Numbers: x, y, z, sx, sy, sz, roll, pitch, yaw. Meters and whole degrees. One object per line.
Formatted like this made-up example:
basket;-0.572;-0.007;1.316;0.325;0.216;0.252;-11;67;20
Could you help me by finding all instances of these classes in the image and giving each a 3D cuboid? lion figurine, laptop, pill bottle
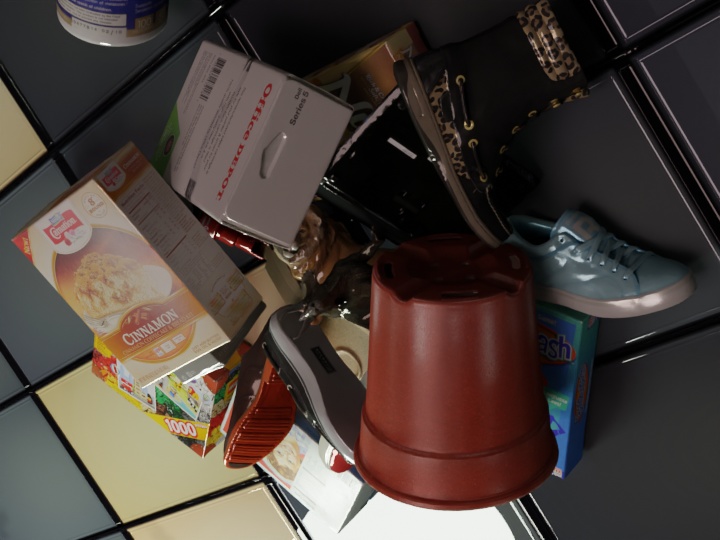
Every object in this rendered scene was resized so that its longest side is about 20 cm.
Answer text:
lion figurine;0.000;0.000;1.416;0.197;0.073;0.124;10;105;-11
laptop;0.039;-0.093;1.305;0.176;0.104;0.200;30;123;-26
pill bottle;-0.250;-0.344;1.378;0.119;0.119;0.202;30;134;22

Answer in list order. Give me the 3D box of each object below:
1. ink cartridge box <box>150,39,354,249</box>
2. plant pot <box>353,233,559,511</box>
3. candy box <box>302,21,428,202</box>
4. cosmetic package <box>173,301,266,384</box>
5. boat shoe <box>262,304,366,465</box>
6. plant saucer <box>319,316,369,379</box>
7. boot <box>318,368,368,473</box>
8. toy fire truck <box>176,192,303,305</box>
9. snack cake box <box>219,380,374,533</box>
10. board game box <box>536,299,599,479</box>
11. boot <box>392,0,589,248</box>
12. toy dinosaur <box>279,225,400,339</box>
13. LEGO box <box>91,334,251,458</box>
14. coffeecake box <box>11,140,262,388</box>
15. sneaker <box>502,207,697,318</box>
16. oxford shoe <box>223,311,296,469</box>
ink cartridge box;-0.108;-0.123;1.284;0.200;0.083;0.147;33;99;56
plant pot;0.086;0.083;1.263;0.199;0.200;0.198;14;120;34
candy box;0.000;-0.152;1.336;0.199;0.055;0.116;-18;107;47
cosmetic package;-0.209;0.010;1.453;0.090;0.107;0.200;-25;112;45
boat shoe;-0.041;0.128;1.426;0.201;0.068;0.057;58;134;27
plant saucer;-0.006;0.098;1.528;0.198;0.035;0.203;22;130;28
boot;0.040;0.192;1.465;0.144;0.072;0.201;46;134;14
toy fire truck;-0.116;-0.059;1.474;0.198;0.130;0.177;28;142;-4
snack cake box;-0.067;0.206;1.631;0.199;0.067;0.116;39;138;14
board game box;0.160;0.096;1.373;0.151;0.045;0.202;22;130;29
boot;0.130;-0.128;1.181;0.149;0.073;0.201;-28;117;6
toy dinosaur;0.009;0.021;1.350;0.102;0.199;0.078;-37;60;24
LEGO box;-0.240;0.116;1.713;0.199;0.077;0.150;33;135;20
coffeecake box;-0.219;-0.002;1.325;0.153;0.073;0.201;-27;108;41
sneaker;0.208;-0.012;1.235;0.198;0.074;0.083;6;126;38
oxford shoe;-0.112;0.140;1.560;0.073;0.070;0.202;52;123;45
